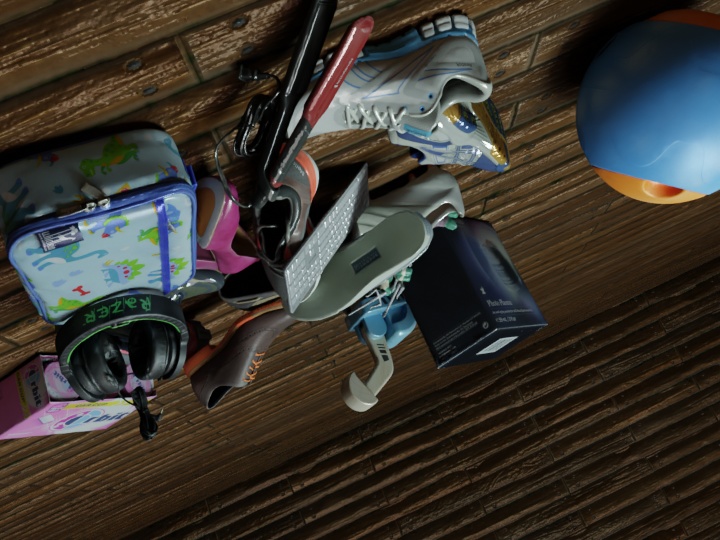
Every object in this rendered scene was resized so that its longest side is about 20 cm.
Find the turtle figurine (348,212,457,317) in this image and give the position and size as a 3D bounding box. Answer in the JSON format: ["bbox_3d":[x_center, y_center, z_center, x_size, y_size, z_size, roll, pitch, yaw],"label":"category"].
[{"bbox_3d":[0.043,-0.021,0.926,0.199,0.101,0.150,-42,-176,-2],"label":"turtle figurine"}]

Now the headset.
[{"bbox_3d":[-0.232,0.100,0.682,0.121,0.095,0.201,-15,153,-20],"label":"headset"}]

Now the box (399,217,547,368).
[{"bbox_3d":[0.167,0.029,1.061,0.123,0.201,0.198,-38,158,29],"label":"box"}]

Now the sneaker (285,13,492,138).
[{"bbox_3d":[0.026,-0.150,0.591,0.197,0.088,0.075,-23,163,-3],"label":"sneaker"}]

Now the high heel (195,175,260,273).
[{"bbox_3d":[-0.126,-0.043,0.691,0.094,0.069,0.200,-6,159,-25],"label":"high heel"}]

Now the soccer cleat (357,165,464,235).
[{"bbox_3d":[0.036,-0.059,0.852,0.197,0.079,0.069,-28,161,9],"label":"soccer cleat"}]

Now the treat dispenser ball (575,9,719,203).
[{"bbox_3d":[0.338,-0.176,0.738,0.198,0.204,0.201,-22,161,-8],"label":"treat dispenser ball"}]

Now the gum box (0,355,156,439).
[{"bbox_3d":[-0.388,0.172,0.932,0.112,0.067,0.199,-30,161,19],"label":"gum box"}]

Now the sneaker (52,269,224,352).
[{"bbox_3d":[-0.246,0.046,0.762,0.197,0.082,0.074,-19,161,-19],"label":"sneaker"}]

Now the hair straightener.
[{"bbox_3d":[-0.066,-0.133,0.546,0.201,0.077,0.041,-57,170,33],"label":"hair straightener"}]

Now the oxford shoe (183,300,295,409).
[{"bbox_3d":[-0.144,0.108,0.880,0.199,0.073,0.071,-38,158,24],"label":"oxford shoe"}]

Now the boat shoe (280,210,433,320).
[{"bbox_3d":[0.000,-0.001,0.782,0.199,0.071,0.071,-30,168,19],"label":"boat shoe"}]

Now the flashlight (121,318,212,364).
[{"bbox_3d":[-0.281,0.090,0.872,0.067,0.069,0.199,-28,157,23],"label":"flashlight"}]

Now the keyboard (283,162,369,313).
[{"bbox_3d":[-0.031,-0.040,0.716,0.201,0.010,0.057,-58,159,-44],"label":"keyboard"}]

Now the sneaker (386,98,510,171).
[{"bbox_3d":[0.097,-0.149,0.730,0.087,0.077,0.199,-21,159,29],"label":"sneaker"}]

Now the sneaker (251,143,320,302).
[{"bbox_3d":[-0.085,-0.028,0.690,0.075,0.083,0.202,11,135,12],"label":"sneaker"}]

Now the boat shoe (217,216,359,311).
[{"bbox_3d":[-0.089,-0.005,0.823,0.198,0.075,0.073,-32,173,16],"label":"boat shoe"}]

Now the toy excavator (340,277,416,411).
[{"bbox_3d":[0.032,0.102,1.076,0.192,0.203,0.100,-13,158,-32],"label":"toy excavator"}]

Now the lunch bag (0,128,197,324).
[{"bbox_3d":[-0.221,-0.032,0.596,0.158,0.084,0.201,-20,162,-24],"label":"lunch bag"}]
